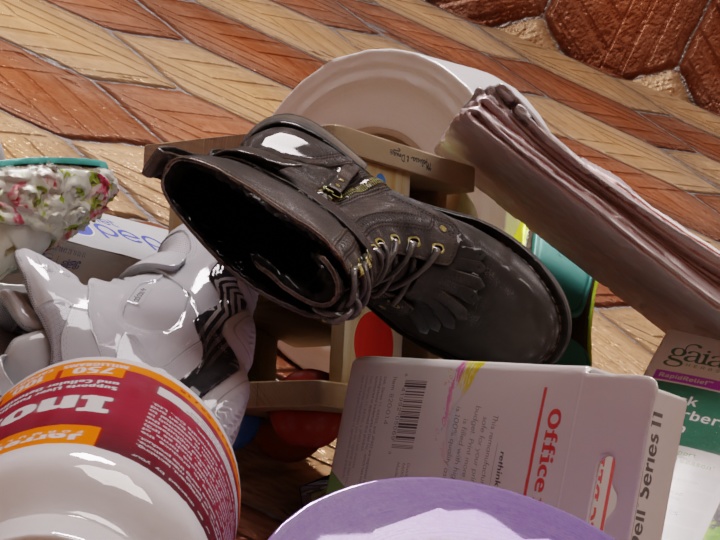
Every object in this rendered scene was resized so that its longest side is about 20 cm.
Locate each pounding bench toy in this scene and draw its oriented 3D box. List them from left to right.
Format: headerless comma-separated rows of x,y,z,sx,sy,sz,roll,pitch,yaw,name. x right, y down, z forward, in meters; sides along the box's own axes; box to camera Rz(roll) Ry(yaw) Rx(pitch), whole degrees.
-0.007,0.023,1.540,0.124,0.156,0.200,-4,-10,36,pounding bench toy

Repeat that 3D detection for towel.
0.125,-0.024,1.519,0.191,0.032,0.200,38,-4,-1,towel

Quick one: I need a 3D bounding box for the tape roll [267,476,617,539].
0.042,0.167,1.059,0.200,0.066,0.200,15,39,-12,tape roll

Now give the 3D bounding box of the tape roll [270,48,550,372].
0.024,-0.027,1.751,0.202,0.203,0.071,33,13,34,tape roll

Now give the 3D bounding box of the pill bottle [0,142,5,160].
-0.279,-0.061,1.452,0.200,0.113,0.112,26,11,24,pill bottle

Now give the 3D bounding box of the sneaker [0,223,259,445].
-0.109,0.019,1.326,0.115,0.075,0.200,23,28,-13,sneaker

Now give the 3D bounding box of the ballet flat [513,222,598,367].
0.091,0.041,1.603,0.067,0.067,0.200,27,38,-6,ballet flat

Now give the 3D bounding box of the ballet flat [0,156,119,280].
-0.198,-0.017,1.322,0.200,0.064,0.076,0,-16,-33,ballet flat

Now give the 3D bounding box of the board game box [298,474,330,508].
0.057,0.105,1.519,0.120,0.032,0.200,-10,1,19,board game box

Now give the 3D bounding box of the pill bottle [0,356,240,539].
-0.104,0.107,1.088,0.113,0.113,0.200,24,11,-5,pill bottle

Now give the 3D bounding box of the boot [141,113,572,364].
0.000,0.000,1.325,0.200,0.069,0.174,32,13,1,boot

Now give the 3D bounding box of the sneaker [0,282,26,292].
-0.178,0.047,1.362,0.200,0.076,0.088,19,29,-19,sneaker

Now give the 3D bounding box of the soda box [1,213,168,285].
-0.143,0.009,1.559,0.200,0.068,0.063,14,18,-43,soda box

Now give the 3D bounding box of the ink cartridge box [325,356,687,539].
0.072,0.103,1.307,0.067,0.117,0.200,18,-11,-38,ink cartridge box

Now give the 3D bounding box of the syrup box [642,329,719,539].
0.153,0.119,1.421,0.079,0.082,0.200,13,39,18,syrup box
